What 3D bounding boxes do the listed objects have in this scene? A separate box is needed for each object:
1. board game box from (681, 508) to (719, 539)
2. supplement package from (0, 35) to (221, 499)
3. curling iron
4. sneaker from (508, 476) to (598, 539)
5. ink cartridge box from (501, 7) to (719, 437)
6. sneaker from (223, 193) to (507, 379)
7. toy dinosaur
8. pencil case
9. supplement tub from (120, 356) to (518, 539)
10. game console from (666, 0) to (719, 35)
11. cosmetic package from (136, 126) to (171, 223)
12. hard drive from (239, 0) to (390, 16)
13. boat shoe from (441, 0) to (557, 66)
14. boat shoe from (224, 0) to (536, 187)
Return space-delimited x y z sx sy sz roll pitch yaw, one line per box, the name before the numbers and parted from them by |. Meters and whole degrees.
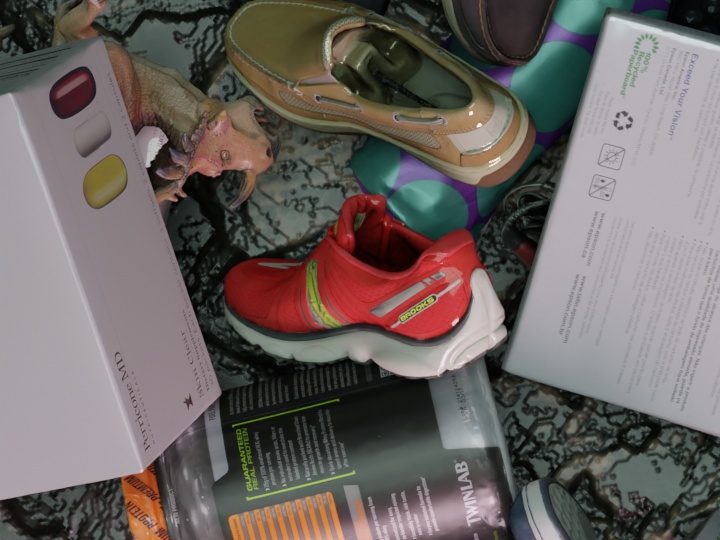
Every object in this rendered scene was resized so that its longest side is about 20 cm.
board game box | 0.198 0.201 1.421 0.126 0.200 0.035 46 109 4
supplement package | -0.185 0.005 1.406 0.155 0.111 0.200 -12 105 24
curling iron | 0.148 0.028 1.489 0.050 0.026 0.200 -35 107 24
sneaker | 0.071 0.198 1.445 0.146 0.203 0.077 -20 44 6
ink cartridge box | 0.193 -0.015 1.425 0.200 0.041 0.200 17 105 3
sneaker | 0.000 0.000 1.463 0.077 0.200 0.085 -27 111 -38
toy dinosaur | -0.155 -0.072 1.470 0.200 0.086 0.136 -20 91 8
pencil case | 0.083 -0.095 1.503 0.200 0.085 0.092 -48 121 -1
supplement tub | -0.020 0.113 1.477 0.199 0.123 0.123 -13 86 3
game console | 0.252 -0.079 1.436 0.199 0.173 0.119 9 50 1
cosmetic package | -0.157 -0.002 1.529 0.082 0.051 0.201 15 88 3
hard drive | -0.026 -0.228 1.487 0.139 0.033 0.200 27 126 5
boat shoe | 0.091 -0.200 1.412 0.073 0.074 0.201 19 106 48
boat shoe | 0.000 -0.109 1.448 0.200 0.076 0.072 21 76 35
